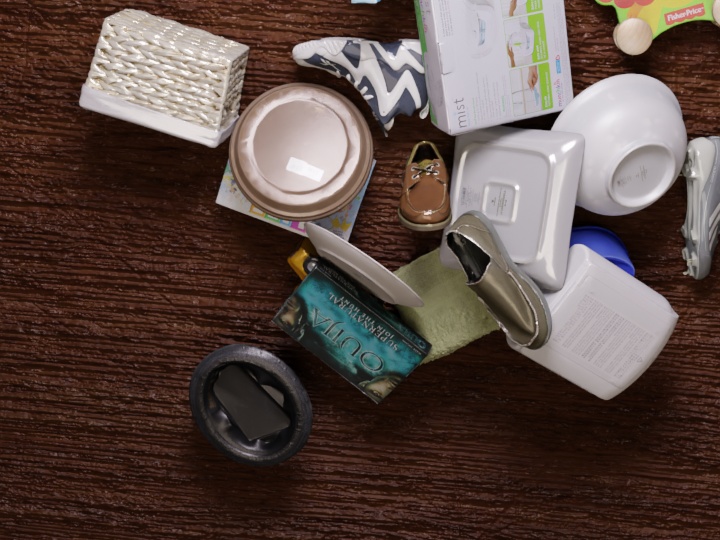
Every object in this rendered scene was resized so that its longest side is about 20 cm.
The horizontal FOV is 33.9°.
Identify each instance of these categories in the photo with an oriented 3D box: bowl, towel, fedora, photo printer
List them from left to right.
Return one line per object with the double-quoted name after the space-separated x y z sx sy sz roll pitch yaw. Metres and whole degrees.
-0.158 0.190 1.778 0.198 0.092 0.203 3 112 7 "fedora"
0.127 0.037 1.649 0.199 0.036 0.150 -32 71 38 "towel"
0.316 0.076 1.575 0.199 0.070 0.167 28 108 -26 "photo printer"
0.347 -0.146 1.537 0.199 0.091 0.203 -10 126 -13 "bowl"

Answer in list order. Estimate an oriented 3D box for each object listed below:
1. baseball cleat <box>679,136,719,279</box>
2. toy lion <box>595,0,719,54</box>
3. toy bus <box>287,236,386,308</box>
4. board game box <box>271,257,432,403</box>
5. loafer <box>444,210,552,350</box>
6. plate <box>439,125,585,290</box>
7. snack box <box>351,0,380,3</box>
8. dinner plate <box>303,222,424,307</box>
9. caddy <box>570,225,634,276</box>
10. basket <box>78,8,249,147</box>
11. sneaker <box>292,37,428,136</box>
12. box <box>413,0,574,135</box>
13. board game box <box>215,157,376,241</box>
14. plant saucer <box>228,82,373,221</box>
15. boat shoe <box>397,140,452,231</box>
0.486 -0.083 1.597 0.105 0.070 0.202 -8 116 -1 "baseball cleat"
0.378 -0.384 1.503 0.198 0.069 0.194 -13 101 12 "toy lion"
-0.030 0.044 1.719 0.200 0.065 0.078 43 113 -10 "toy bus"
-0.014 0.089 1.675 0.199 0.028 0.135 38 129 -4 "board game box"
0.168 0.018 1.507 0.201 0.069 0.075 56 132 14 "loafer"
0.188 -0.089 1.548 0.199 0.032 0.202 13 98 39 "plate"
0.030 -0.405 1.462 0.037 0.200 0.117 4 113 17 "snack box"
0.000 0.000 1.615 0.199 0.200 0.024 34 82 -6 "dinner plate"
0.285 0.014 1.640 0.198 0.105 0.143 -5 119 -8 "caddy"
-0.258 -0.263 1.594 0.198 0.136 0.125 17 111 1 "basket"
0.007 -0.246 1.592 0.197 0.080 0.131 0 103 -3 "sneaker"
0.169 -0.293 1.514 0.175 0.097 0.202 -14 110 -8 "box"
-0.092 -0.126 1.677 0.198 0.034 0.136 20 113 0 "board game box"
-0.081 -0.165 1.603 0.198 0.029 0.202 0 75 0 "plant saucer"
0.082 -0.114 1.567 0.071 0.200 0.069 -3 114 -1 "boat shoe"
